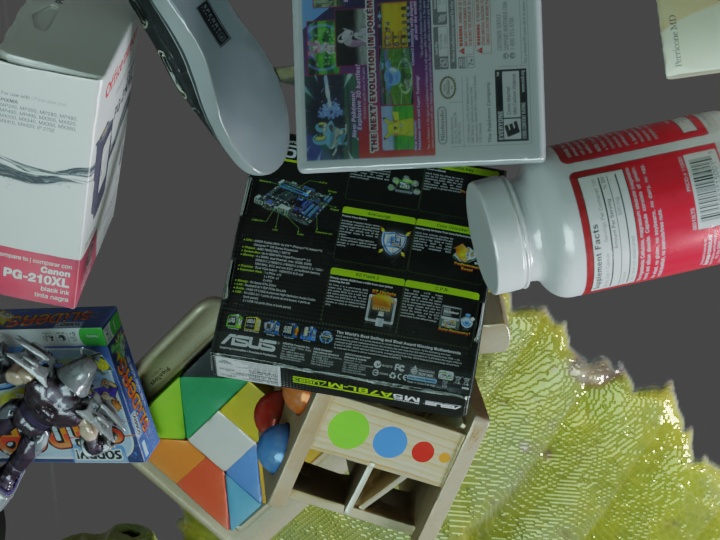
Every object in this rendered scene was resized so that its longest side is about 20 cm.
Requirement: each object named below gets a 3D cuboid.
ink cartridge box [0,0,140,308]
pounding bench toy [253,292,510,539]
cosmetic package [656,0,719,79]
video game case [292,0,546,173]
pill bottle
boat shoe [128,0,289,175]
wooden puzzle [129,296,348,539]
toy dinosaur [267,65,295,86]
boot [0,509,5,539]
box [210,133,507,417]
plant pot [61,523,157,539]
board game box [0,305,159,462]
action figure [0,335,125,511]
[{"bbox_3d":[-0.228,-0.098,1.573,0.084,0.145,0.201,12,122,0],"label":"ink cartridge box"},{"bbox_3d":[0.013,0.089,1.642,0.155,0.124,0.201,18,111,-14],"label":"pounding bench toy"},{"bbox_3d":[0.306,-0.197,1.452,0.198,0.071,0.106,-9,94,16],"label":"cosmetic package"},{"bbox_3d":[0.041,-0.174,1.502,0.181,0.023,0.202,-2,89,10],"label":"video game case"},{"bbox_3d":[0.184,-0.044,1.530,0.198,0.112,0.113,-12,120,-7],"label":"pill bottle"},{"bbox_3d":[-0.117,-0.162,1.563,0.056,0.069,0.201,-7,114,49],"label":"boat shoe"},{"bbox_3d":[-0.111,0.138,1.761,0.200,0.037,0.185,39,118,-15],"label":"wooden puzzle"},{"bbox_3d":[0.011,-0.158,1.562,0.198,0.048,0.089,11,128,6],"label":"toy dinosaur"},{"bbox_3d":[-0.421,0.199,1.830,0.173,0.070,0.200,-1,143,27],"label":"boot"},{"bbox_3d":[0.000,0.000,1.578,0.198,0.194,0.048,9,154,3],"label":"box"},{"bbox_3d":[-0.213,0.330,1.819,0.199,0.200,0.185,-13,106,16],"label":"plant pot"},{"bbox_3d":[-0.278,0.097,1.743,0.199,0.035,0.136,-3,121,22],"label":"board game box"},{"bbox_3d":[-0.270,0.121,1.695,0.130,0.069,0.200,46,121,-4],"label":"action figure"}]
